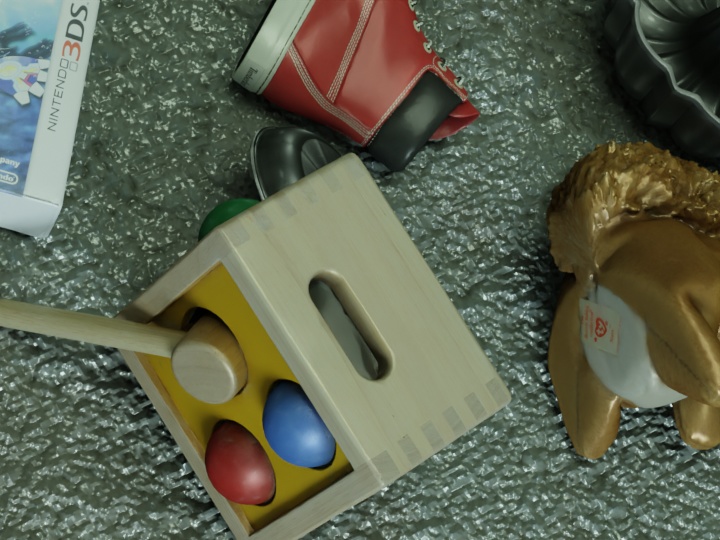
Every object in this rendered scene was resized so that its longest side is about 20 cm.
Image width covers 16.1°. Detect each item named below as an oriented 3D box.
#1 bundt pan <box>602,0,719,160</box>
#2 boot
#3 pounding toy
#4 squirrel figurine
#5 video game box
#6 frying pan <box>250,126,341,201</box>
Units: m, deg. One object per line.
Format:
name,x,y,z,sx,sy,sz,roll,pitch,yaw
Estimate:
bundt pan,0.245,-0.149,1.647,0.201,0.076,0.203,10,61,-18
boot,0.024,-0.161,1.564,0.144,0.072,0.201,29,65,-8
pounding toy,-0.063,0.044,1.364,0.142,0.184,0.200,-31,86,-35
squirrel figurine,0.207,0.002,1.520,0.186,0.142,0.201,-11,72,-35
video game box,-0.252,-0.129,1.440,0.199,0.047,0.183,15,57,-15
frying pan,-0.009,-0.004,1.457,0.115,0.031,0.191,16,47,-59
